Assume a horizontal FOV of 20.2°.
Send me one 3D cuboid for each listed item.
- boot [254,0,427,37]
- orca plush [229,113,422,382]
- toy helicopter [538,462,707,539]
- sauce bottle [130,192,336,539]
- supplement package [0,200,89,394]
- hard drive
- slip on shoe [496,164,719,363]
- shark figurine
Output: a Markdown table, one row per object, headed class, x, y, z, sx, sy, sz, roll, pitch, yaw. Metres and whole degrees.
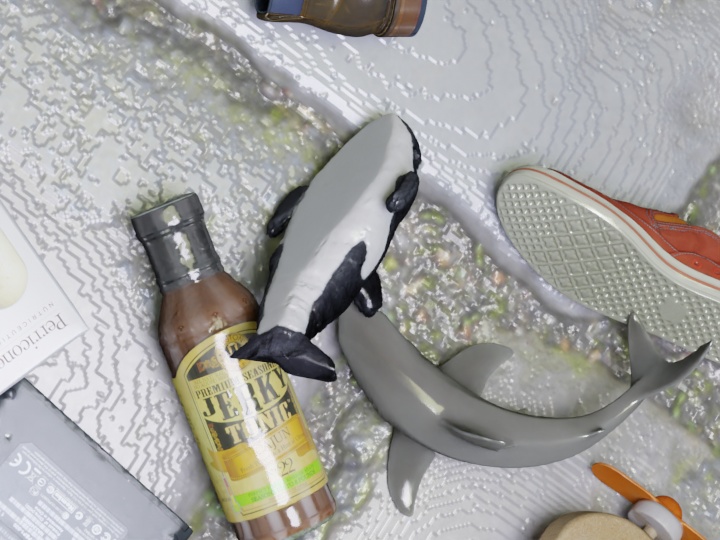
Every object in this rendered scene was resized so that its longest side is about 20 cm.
| class | x | y | z | sx | sy | sz | roll | pitch | yaw |
| --- | --- | --- | --- | --- | --- | --- | --- | --- | --- |
| boot | -0.017 | -0.234 | 1.167 | 0.096 | 0.075 | 0.202 | -6 | 91 | -22 |
| orca plush | 0.000 | 0.000 | 1.141 | 0.071 | 0.105 | 0.201 | 53 | 28 | -27 |
| toy helicopter | 0.185 | 0.200 | 1.232 | 0.199 | 0.079 | 0.133 | 24 | 71 | -27 |
| sauce bottle | -0.076 | 0.056 | 1.140 | 0.064 | 0.065 | 0.201 | -24 | 95 | -18 |
| supplement package | -0.266 | -0.007 | 1.030 | 0.151 | 0.151 | 0.201 | -37 | 100 | -17 |
| hard drive | -0.207 | 0.174 | 1.105 | 0.140 | 0.033 | 0.200 | 44 | 75 | -13 |
| slip on shoe | 0.171 | -0.009 | 1.234 | 0.199 | 0.074 | 0.061 | 27 | 45 | -10 |
| shark figurine | 0.092 | 0.086 | 1.173 | 0.213 | 0.089 | 0.129 | 4 | 90 | -7 |
